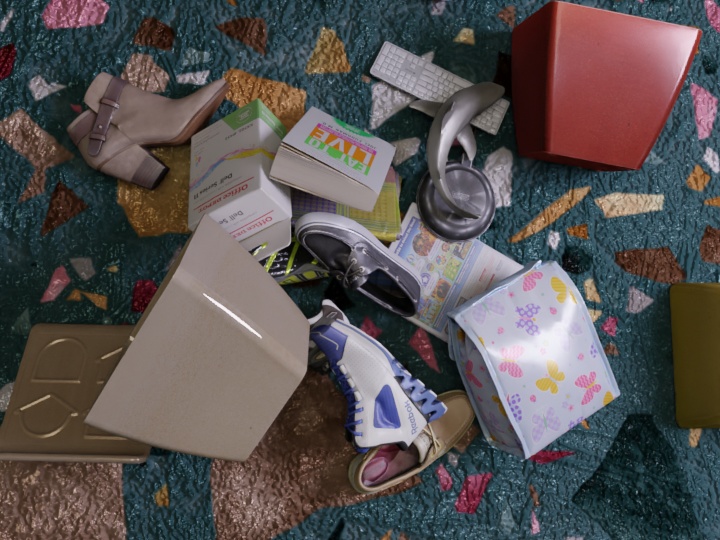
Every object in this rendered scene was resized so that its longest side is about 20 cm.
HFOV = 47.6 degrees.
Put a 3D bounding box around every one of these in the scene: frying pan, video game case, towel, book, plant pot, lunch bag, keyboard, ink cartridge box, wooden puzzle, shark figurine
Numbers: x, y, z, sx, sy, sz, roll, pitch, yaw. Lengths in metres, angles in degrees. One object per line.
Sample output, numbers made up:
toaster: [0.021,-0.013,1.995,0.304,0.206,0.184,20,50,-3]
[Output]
frying pan: [0.154,-0.127,1.129,0.114,0.031,0.192,36,79,-1]
video game case: [0.123,0.018,1.123,0.197,0.018,0.145,29,83,-2]
towel: [-0.038,-0.097,1.081,0.195,0.023,0.146,6,46,-7]
book: [-0.028,-0.143,1.040,0.131,0.201,0.049,24,115,-3]
plant pot: [0.303,-0.231,1.090,0.195,0.200,0.180,10,96,-5]
lunch bag: [0.213,0.106,1.054,0.168,0.127,0.203,-29,103,-18]
keyboard: [0.111,-0.256,1.145,0.197,0.011,0.057,27,79,2]
ink cartridge box: [-0.151,-0.103,1.016,0.115,0.067,0.203,-25,49,20]
wooden puzzle: [-0.334,0.153,1.007,0.181,0.047,0.203,1,48,0]
plant pot: [0.546,0.111,1.077,0.195,0.176,0.205,0,85,-5]
plant pot: [-0.163,0.090,0.915,0.175,0.201,0.201,32,106,-14]
shark figurine: [0.120,-0.172,1.076,0.125,0.090,0.219,12,72,0]

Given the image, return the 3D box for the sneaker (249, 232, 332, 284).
sneaker: [-0.071,-0.023,1.085,0.196,0.076,0.077,-3,78,-25]

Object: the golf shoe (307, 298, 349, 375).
golf shoe: [-0.102,0.110,1.069,0.197,0.078,0.096,-25,78,-16]

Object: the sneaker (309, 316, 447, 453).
sneaker: [0.006,0.156,1.005,0.199,0.080,0.116,41,77,-11]

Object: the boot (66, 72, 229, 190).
boot: [-0.287,-0.211,1.081,0.145,0.070,0.201,37,81,1]

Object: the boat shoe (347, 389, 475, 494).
boat shoe: [0.074,0.229,1.071,0.198,0.066,0.075,-37,88,-9]

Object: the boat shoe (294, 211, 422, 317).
boat shoe: [0.000,0.000,1.028,0.199,0.070,0.067,34,37,-30]
